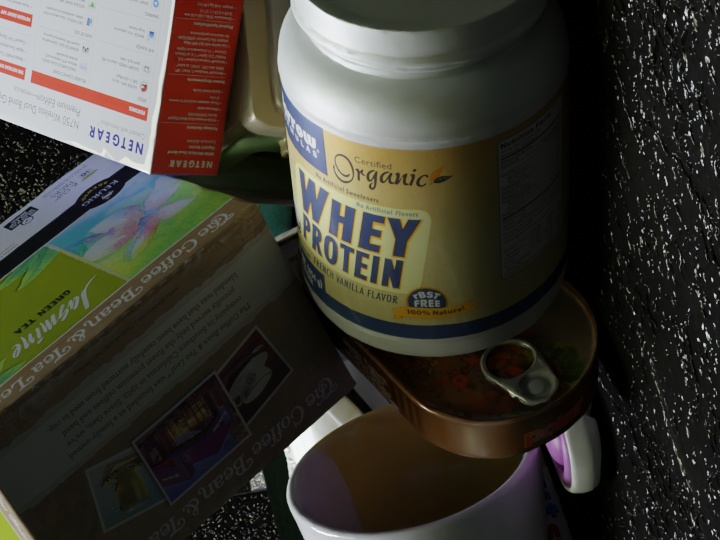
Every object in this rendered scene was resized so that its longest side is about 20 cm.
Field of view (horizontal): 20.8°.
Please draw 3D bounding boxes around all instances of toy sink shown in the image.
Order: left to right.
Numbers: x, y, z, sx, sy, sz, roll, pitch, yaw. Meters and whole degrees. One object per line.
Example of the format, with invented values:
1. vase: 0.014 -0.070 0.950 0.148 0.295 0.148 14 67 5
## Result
1. toy sink: -0.029 -0.114 1.116 0.200 0.129 0.113 -28 63 54

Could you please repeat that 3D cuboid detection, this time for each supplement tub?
1. supplement tub: 0.033 -0.073 0.982 0.145 0.143 0.201 -113 13 -47

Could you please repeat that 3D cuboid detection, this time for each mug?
1. mug: 0.059 0.167 1.165 0.149 0.186 0.154 7 122 43

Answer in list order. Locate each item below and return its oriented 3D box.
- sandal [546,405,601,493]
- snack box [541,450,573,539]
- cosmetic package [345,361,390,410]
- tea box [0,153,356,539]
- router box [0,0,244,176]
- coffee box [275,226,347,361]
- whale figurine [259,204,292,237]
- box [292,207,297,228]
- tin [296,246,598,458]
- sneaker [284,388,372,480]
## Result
1. sandal: 0.086 0.038 1.115 0.083 0.049 0.204 87 167 -46
2. snack box: 0.104 0.143 1.231 0.072 0.024 0.201 95 160 -61
3. cosmetic package: 0.031 0.165 1.391 0.200 0.052 0.151 49 167 9
4. tea box: -0.148 0.055 1.088 0.196 0.200 0.134 18 143 52
5. router box: -0.146 -0.162 1.100 0.199 0.049 0.181 21 106 44
6. coffee box: 0.000 0.000 1.239 0.200 0.112 0.080 -62 -53 -84
7. whale figurine: -0.083 -0.064 1.441 0.201 0.103 0.159 -62 1 -18
8. box: -0.028 -0.107 1.473 0.137 0.039 0.202 141 133 -80
9. tin: 0.047 0.023 1.059 0.200 0.112 0.042 44 161 40
10. sneaker: -0.034 0.109 1.290 0.200 0.085 0.073 48 -173 8
